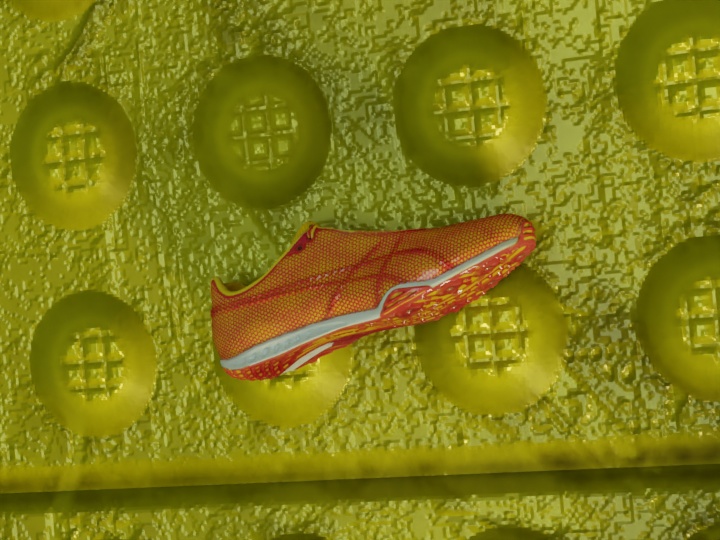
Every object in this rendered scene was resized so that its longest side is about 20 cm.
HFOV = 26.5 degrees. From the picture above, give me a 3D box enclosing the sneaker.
[{"bbox_3d":[0.000,0.000,0.849,0.199,0.073,0.078,-18,76,17],"label":"sneaker"}]
